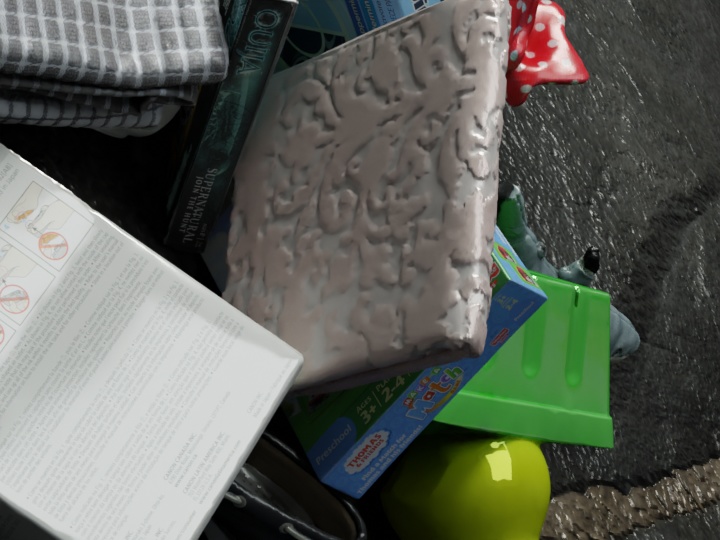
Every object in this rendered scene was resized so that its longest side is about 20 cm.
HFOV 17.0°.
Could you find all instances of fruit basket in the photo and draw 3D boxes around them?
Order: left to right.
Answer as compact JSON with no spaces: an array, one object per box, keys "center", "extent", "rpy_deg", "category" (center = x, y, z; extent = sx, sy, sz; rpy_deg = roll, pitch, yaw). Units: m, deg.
[{"center":[0.050,0.091,1.393],"extent":[0.215,0.155,0.216],"rpy_deg":[-20,117,-44],"category":"fruit basket"}]

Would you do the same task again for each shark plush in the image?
[{"center":[0.117,0.000,1.541],"extent":[0.091,0.083,0.200],"rpy_deg":[-94,164,-49],"category":"shark plush"}]

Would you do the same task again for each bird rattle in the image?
[{"center":[0.035,-0.131,1.514],"extent":[0.113,0.200,0.163],"rpy_deg":[20,20,-47],"category":"bird rattle"}]

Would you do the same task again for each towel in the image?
[{"center":[-0.156,-0.175,1.235],"extent":[0.165,0.085,0.201],"rpy_deg":[2,74,-48],"category":"towel"},{"center":[0.001,-0.032,1.261],"extent":[0.032,0.191,0.201],"rpy_deg":[24,61,-38],"category":"towel"}]

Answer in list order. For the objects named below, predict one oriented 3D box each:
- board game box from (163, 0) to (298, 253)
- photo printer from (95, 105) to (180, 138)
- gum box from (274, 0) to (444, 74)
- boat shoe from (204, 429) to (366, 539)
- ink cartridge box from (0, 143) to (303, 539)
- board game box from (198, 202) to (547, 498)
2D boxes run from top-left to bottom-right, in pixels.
[{"center":[-0.074,-0.124,1.337],"extent":[0.028,0.200,0.136],"rpy_deg":[9,48,-14],"category":"board game box"},{"center":[-0.192,-0.175,1.334],"extent":[0.200,0.069,0.167],"rpy_deg":[22,45,-43],"category":"photo printer"},{"center":[-0.031,-0.182,1.403],"extent":[0.045,0.200,0.170],"rpy_deg":[-36,123,-28],"category":"gum box"},{"center":[-0.079,0.092,1.241],"extent":[0.200,0.060,0.074],"rpy_deg":[46,31,-16],"category":"boat shoe"},{"center":[-0.147,0.051,1.163],"extent":[0.200,0.050,0.161],"rpy_deg":[34,56,-2],"category":"ink cartridge box"},{"center":[0.000,0.000,1.304],"extent":[0.037,0.151,0.200],"rpy_deg":[27,22,-41],"category":"board game box"}]
